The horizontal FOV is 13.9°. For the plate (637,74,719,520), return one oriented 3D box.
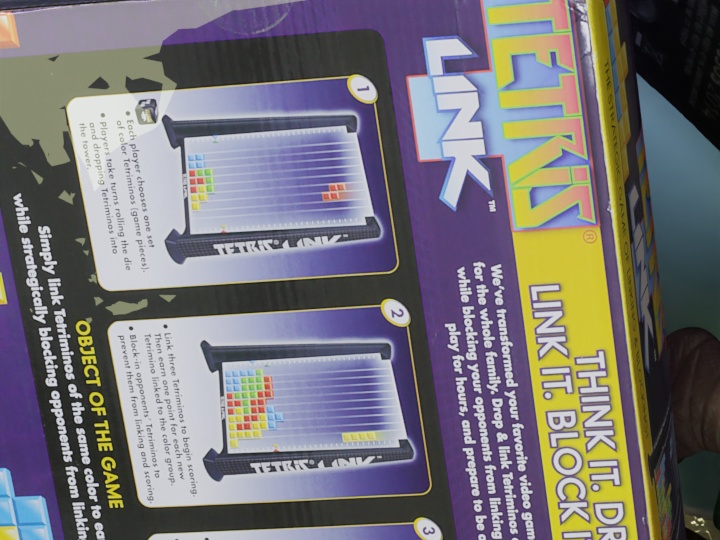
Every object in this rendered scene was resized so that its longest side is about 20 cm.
[{"bbox_3d":[0.109,-0.025,0.830,0.200,0.026,0.201,9,111,24],"label":"plate"}]

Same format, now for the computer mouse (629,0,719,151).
[{"bbox_3d":[0.100,-0.070,0.759,0.200,0.053,0.139,47,164,13],"label":"computer mouse"}]

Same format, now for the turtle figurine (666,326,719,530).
[{"bbox_3d":[0.161,0.082,0.737,0.200,0.150,0.101,32,78,39],"label":"turtle figurine"}]

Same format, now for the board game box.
[{"bbox_3d":[-0.011,0.020,0.705,0.165,0.057,0.201,-3,111,13],"label":"board game box"}]

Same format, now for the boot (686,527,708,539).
[{"bbox_3d":[0.071,0.153,0.821,0.200,0.072,0.155,30,107,-29],"label":"boot"}]
